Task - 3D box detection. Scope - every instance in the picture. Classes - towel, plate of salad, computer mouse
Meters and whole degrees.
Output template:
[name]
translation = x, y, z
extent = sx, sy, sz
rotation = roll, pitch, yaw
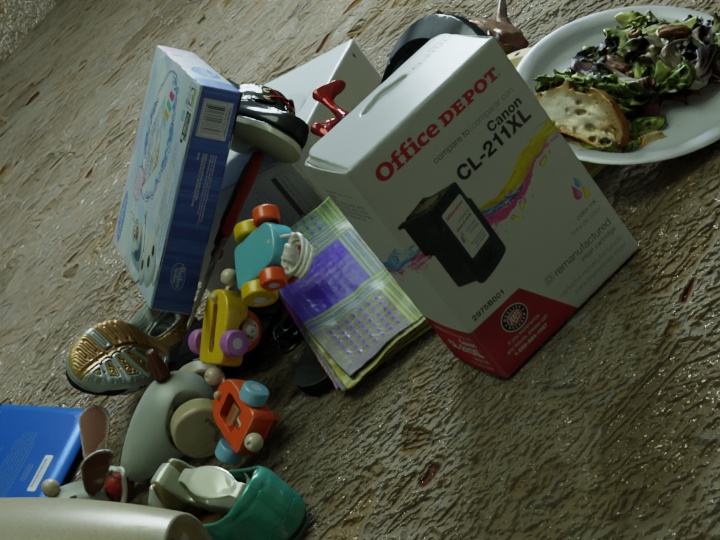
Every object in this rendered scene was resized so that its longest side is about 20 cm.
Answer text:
[towel]
translation = 0.000, 0.000, 1.203
extent = 0.144, 0.023, 0.200
rotation = -38, 46, 2
[plate of salad]
translation = 0.217, -0.158, 1.144
extent = 0.200, 0.048, 0.200
rotation = -9, 44, 8
[computer mouse]
translation = -0.098, 0.034, 1.324
extent = 0.200, 0.046, 0.141
rotation = -24, 27, 47

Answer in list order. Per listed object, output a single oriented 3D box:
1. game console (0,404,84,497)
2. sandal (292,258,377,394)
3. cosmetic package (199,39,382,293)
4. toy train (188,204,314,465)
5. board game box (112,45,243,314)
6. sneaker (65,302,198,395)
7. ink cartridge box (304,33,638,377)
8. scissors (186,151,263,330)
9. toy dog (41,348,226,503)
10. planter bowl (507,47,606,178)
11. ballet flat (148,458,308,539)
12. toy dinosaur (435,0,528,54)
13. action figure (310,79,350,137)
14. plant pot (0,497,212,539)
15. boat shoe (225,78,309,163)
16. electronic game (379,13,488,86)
[game console]
translation = -0.357, 0.235, 1.402
extent = 0.170, 0.119, 0.200
rotation = 2, 36, 12
[sandal]
translation = -0.003, 0.019, 1.232
extent = 0.075, 0.045, 0.200
rotation = -14, 33, 45
[cosmetic package]
translation = -0.076, -0.099, 1.458
extent = 0.200, 0.123, 0.200
rotation = -19, 32, 36
[toy train]
translation = -0.076, 0.050, 1.176
extent = 0.150, 0.056, 0.200
rotation = 43, 116, 51
[board game box]
translation = -0.169, -0.087, 1.305
extent = 0.199, 0.043, 0.200
rotation = -136, 58, -63
[sneaker]
translation = -0.222, 0.091, 1.362
extent = 0.088, 0.076, 0.200
rotation = -48, -8, 23
[ink cartridge box]
translation = 0.080, -0.047, 1.031
extent = 0.146, 0.200, 0.083
rotation = -43, 23, -10
[scissors]
translation = -0.123, -0.021, 1.268
extent = 0.073, 0.014, 0.200
rotation = -46, 23, 59
[toy dog]
translation = -0.201, 0.141, 1.239
extent = 0.200, 0.096, 0.132
rotation = -45, 23, -14
[planter bowl]
translation = 0.142, -0.134, 1.250
extent = 0.200, 0.084, 0.201
rotation = -32, 24, 16
[ballet flat]
translation = -0.118, 0.171, 1.094
extent = 0.200, 0.070, 0.067
rotation = -9, 37, 50
[toy dinosaur]
translation = 0.125, -0.220, 1.449
extent = 0.135, 0.086, 0.200
rotation = 0, 26, 41
[action figure]
translation = 0.033, -0.086, 1.193
extent = 0.052, 0.066, 0.200
rotation = -19, 48, -30
[plant pot]
translation = -0.203, 0.234, 1.000
extent = 0.200, 0.188, 0.187
rotation = -15, 30, 17
[boat shoe]
translation = -0.094, -0.142, 1.319
extent = 0.063, 0.074, 0.201
rotation = -55, 23, -6
[electronic game]
translation = 0.073, -0.113, 1.205
extent = 0.042, 0.201, 0.200
rotation = -11, 8, -31
